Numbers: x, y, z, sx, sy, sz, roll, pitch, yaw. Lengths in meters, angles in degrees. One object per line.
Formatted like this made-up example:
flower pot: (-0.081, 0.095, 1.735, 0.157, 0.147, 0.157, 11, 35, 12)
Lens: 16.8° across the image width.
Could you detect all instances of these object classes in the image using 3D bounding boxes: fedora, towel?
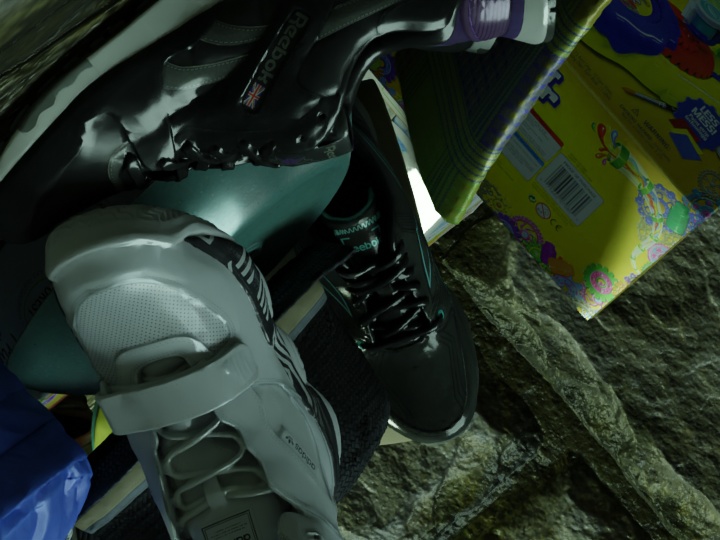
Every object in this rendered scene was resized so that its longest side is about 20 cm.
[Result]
fedora: (-0.054, 0.081, 1.105, 0.201, 0.092, 0.201, -44, -177, 3)
towel: (0.081, -0.133, 1.130, 0.200, 0.023, 0.144, -55, -152, 30)

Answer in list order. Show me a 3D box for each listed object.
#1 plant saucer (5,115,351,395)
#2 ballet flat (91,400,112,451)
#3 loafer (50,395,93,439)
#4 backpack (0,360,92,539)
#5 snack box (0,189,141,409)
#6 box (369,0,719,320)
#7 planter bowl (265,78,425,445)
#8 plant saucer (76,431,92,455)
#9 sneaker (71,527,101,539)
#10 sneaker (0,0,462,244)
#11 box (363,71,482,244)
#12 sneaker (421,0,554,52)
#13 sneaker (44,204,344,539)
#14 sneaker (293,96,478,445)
plant saucer: (-0.068, -0.009, 1.052, 0.200, 0.036, 0.200, -43, 173, -6)
ballet flat: (-0.107, 0.121, 1.286, 0.067, 0.067, 0.200, -23, 144, -33)
loafer: (-0.204, 0.087, 1.293, 0.072, 0.063, 0.200, -41, 177, 29)
backpack: (-0.196, 0.120, 1.003, 0.200, 0.168, 0.163, -49, 178, 41)
snack box: (-0.135, 0.011, 1.166, 0.142, 0.053, 0.200, -39, 174, -45)
box: (0.139, -0.119, 1.302, 0.193, 0.200, 0.122, -39, 175, -38)
planter bowl: (-0.035, 0.008, 1.326, 0.134, 0.201, 0.200, -13, 174, -4)
plant saucer: (-0.183, 0.123, 1.384, 0.200, 0.032, 0.200, -24, -178, 1)
sneaker: (-0.152, 0.149, 1.203, 0.080, 0.078, 0.200, -20, 146, 32)
sneaker: (-0.049, -0.063, 0.902, 0.200, 0.088, 0.076, -41, 177, 3)
box: (0.045, -0.088, 1.470, 0.112, 0.101, 0.200, -38, 175, -35)
sneaker: (0.020, -0.130, 1.049, 0.087, 0.076, 0.200, -7, -176, -7)
sneaker: (-0.057, 0.067, 0.933, 0.075, 0.115, 0.200, -20, 138, 12)
sneaker: (0.000, 0.000, 1.190, 0.075, 0.200, 0.079, -26, -170, 1)
